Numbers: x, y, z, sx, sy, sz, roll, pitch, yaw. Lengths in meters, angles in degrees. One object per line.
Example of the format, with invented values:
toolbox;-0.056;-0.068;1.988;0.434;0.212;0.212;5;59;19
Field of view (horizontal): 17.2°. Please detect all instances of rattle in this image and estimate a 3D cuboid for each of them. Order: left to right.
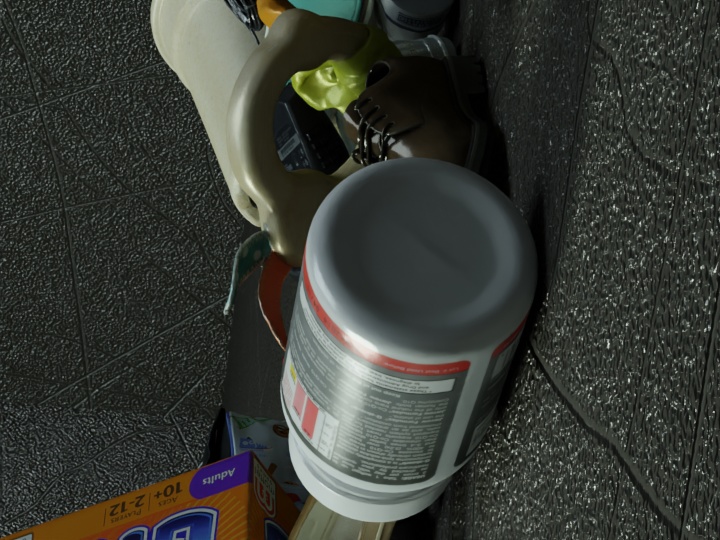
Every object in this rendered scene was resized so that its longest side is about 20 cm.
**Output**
rattle;-0.060;-0.066;1.475;0.142;0.130;0.202;21;100;37

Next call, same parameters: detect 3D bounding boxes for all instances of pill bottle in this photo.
pill bottle;0.019;0.043;1.225;0.201;0.115;0.117;104;169;-56

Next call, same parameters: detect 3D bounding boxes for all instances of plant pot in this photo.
plant pot;-0.046;-0.135;1.773;0.201;0.199;0.184;102;161;-49

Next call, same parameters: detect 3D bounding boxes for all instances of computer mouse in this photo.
computer mouse;-0.051;-0.129;1.569;0.201;0.034;0.059;68;159;2

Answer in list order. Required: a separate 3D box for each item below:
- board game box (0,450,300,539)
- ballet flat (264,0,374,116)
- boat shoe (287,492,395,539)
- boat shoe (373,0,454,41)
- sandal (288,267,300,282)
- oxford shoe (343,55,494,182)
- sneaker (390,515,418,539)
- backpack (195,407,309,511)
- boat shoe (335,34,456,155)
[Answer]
board game box;-0.111;0.277;1.532;0.200;0.199;0.201;55;-157;-39
ballet flat;-0.031;-0.146;1.608;0.070;0.069;0.201;-93;21;-54
boat shoe;0.021;0.105;1.367;0.201;0.069;0.074;-63;1;-6
boat shoe;0.030;-0.235;1.603;0.070;0.070;0.201;110;157;-60
sandal;0.000;0.000;1.655;0.045;0.075;0.200;52;173;-21
oxford shoe;0.031;-0.064;1.355;0.200;0.084;0.073;-100;18;-63
sneaker;0.005;0.138;1.547;0.200;0.059;0.105;94;176;-77
backpack;-0.063;0.201;1.750;0.201;0.153;0.192;112;155;-51
boat shoe;0.025;-0.098;1.598;0.202;0.064;0.075;95;154;-67
